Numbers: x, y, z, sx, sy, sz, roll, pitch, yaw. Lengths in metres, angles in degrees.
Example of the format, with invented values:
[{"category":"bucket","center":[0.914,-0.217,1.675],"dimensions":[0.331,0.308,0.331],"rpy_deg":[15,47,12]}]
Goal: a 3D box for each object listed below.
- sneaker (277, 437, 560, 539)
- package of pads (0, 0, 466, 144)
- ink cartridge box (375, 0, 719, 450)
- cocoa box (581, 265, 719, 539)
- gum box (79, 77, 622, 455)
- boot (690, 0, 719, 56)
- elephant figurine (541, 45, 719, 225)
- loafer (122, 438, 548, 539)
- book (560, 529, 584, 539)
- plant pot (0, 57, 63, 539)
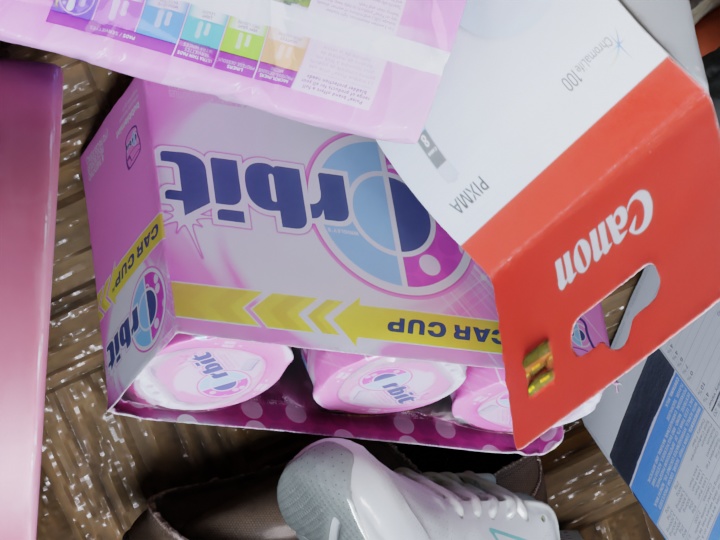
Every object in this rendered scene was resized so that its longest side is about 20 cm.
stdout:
[{"category":"sneaker","center":[0.031,0.107,1.161],"dimensions":[0.080,0.070,0.200],"rpy_deg":[-48,143,-7]},{"category":"package of pads","center":[-0.075,-0.108,1.014],"dimensions":[0.199,0.120,0.076],"rpy_deg":[13,101,-29]},{"category":"ink cartridge box","center":[0.058,-0.057,1.021],"dimensions":[0.047,0.201,0.160],"rpy_deg":[3,156,-26]},{"category":"cocoa box","center":[0.223,0.056,1.246],"dimensions":[0.199,0.131,0.134],"rpy_deg":[6,120,-26]},{"category":"gum box","center":[0.000,0.000,1.114],"dimensions":[0.199,0.114,0.066],"rpy_deg":[7,146,-27]},{"category":"boot","center":[0.216,-0.067,1.178],"dimensions":[0.199,0.107,0.075],"rpy_deg":[8,121,-25]},{"category":"elephant figurine","center":[0.200,-0.019,1.088],"dimensions":[0.200,0.155,0.142],"rpy_deg":[28,95,-53]},{"category":"loafer","center":[-0.008,0.094,1.219],"dimensions":[0.199,0.073,0.071],"rpy_deg":[-7,121,-31]},{"category":"book","center":[-0.003,0.178,1.292],"dimensions":[0.199,0.048,0.134],"rpy_deg":[0,118,-21]},{"category":"plant pot","center":[-0.197,0.022,1.018],"dimensions":[0.178,0.200,0.201],"rpy_deg":[3,122,-6]}]
